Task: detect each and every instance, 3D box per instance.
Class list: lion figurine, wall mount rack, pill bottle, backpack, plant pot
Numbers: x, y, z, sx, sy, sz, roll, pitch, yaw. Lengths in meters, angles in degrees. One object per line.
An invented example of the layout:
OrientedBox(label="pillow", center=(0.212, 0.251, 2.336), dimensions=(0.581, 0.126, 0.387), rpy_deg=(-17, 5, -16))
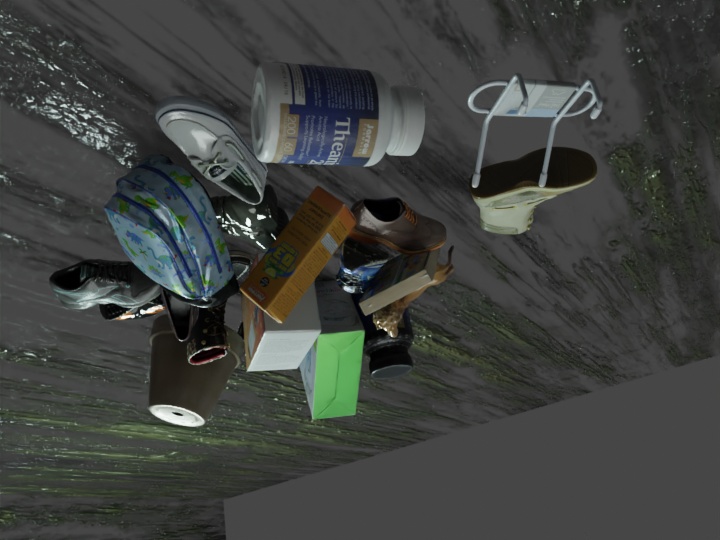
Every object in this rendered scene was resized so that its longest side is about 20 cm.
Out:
OrientedBox(label="lion figurine", center=(0.099, 0.028, 1.228), dimensions=(0.200, 0.073, 0.123), rpy_deg=(-45, -179, 6))
OrientedBox(label="wall mount rack", center=(0.233, -0.193, 0.938), dimensions=(0.194, 0.076, 0.175), rpy_deg=(-2, 154, -17))
OrientedBox(label="pill bottle", center=(-0.027, -0.183, 0.811), dimensions=(0.194, 0.114, 0.111), rpy_deg=(-1, 154, -20))
OrientedBox(label="backpack", center=(-0.259, -0.056, 0.925), dimensions=(0.153, 0.161, 0.204), rpy_deg=(-35, 146, -41))
OrientedBox(label="pill bottle", center=(0.044, 0.100, 1.330), dimensions=(0.108, 0.205, 0.112), rpy_deg=(-9, 157, -4))
OrientedBox(label="plant pot", center=(-0.349, 0.210, 1.377), dimensions=(0.194, 0.178, 0.202), rpy_deg=(8, 150, 5))

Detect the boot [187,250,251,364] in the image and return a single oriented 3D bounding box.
OrientedBox(label="boot", center=(-0.253, 0.066, 1.196), dimensions=(0.198, 0.154, 0.072), rpy_deg=(-29, 150, 36))

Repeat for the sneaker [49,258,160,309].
OrientedBox(label="sneaker", center=(-0.416, 0.020, 1.127), dimensions=(0.194, 0.077, 0.080), rpy_deg=(-11, 153, 0))

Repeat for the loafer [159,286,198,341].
OrientedBox(label="loafer", center=(-0.293, 0.023, 1.102), dimensions=(0.070, 0.064, 0.204), rpy_deg=(-5, 126, -10))

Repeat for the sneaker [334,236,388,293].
OrientedBox(label="sneaker", center=(0.000, 0.000, 1.149), dimensions=(0.077, 0.091, 0.200), rpy_deg=(27, -175, 9))

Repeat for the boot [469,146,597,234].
OrientedBox(label="boot", center=(0.282, -0.123, 1.111), dimensions=(0.194, 0.074, 0.155), rpy_deg=(-11, 155, 13))

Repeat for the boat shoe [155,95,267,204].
OrientedBox(label="boat shoe", center=(-0.180, -0.149, 0.873), dimensions=(0.072, 0.068, 0.199), rpy_deg=(-23, 153, 25))

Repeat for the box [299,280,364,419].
OrientedBox(label="box", center=(-0.059, 0.151, 1.334), dimensions=(0.094, 0.178, 0.205), rpy_deg=(-3, 122, -15))

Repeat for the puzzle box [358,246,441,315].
OrientedBox(label="puzzle box", center=(0.074, 0.005, 1.192), dimensions=(0.131, 0.026, 0.200), rpy_deg=(-28, -169, 18))

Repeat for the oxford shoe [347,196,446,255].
OrientedBox(label="oxford shoe", center=(0.070, -0.077, 1.127), dimensions=(0.195, 0.073, 0.073), rpy_deg=(5, 148, -29))

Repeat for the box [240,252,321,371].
OrientedBox(label="box", center=(-0.153, 0.080, 1.266), dimensions=(0.103, 0.156, 0.201), rpy_deg=(0, 153, -19))

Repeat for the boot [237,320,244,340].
OrientedBox(label="boot", center=(-0.161, 0.128, 1.455), dimensions=(0.165, 0.079, 0.199), rpy_deg=(5, 158, -38))

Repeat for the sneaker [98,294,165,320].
OrientedBox(label="sneaker", center=(-0.364, 0.040, 1.217), dimensions=(0.195, 0.072, 0.090), rpy_deg=(-17, 171, 12))

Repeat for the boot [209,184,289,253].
OrientedBox(label="boot", center=(-0.182, -0.066, 1.071), dimensions=(0.127, 0.069, 0.201), rpy_deg=(-6, 150, 7))

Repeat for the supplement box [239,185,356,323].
OrientedBox(label="supplement box", center=(-0.094, -0.024, 1.041), dimensions=(0.202, 0.066, 0.069), rpy_deg=(-55, 154, -5))
